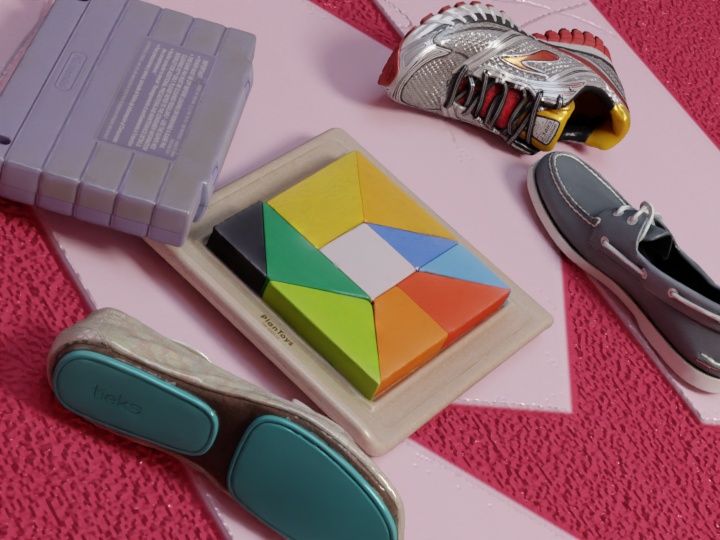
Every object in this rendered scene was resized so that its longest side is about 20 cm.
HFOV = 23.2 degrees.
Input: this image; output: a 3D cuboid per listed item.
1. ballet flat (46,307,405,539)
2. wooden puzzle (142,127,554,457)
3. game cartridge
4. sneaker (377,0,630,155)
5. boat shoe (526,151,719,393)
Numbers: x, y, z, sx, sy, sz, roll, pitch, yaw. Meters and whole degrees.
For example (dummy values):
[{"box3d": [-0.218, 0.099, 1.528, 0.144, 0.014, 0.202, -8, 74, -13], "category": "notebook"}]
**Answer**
[{"box3d": [-0.059, 0.074, 0.867, 0.200, 0.068, 0.062, 30, 28, -1], "category": "ballet flat"}, {"box3d": [0.000, 0.000, 1.006, 0.185, 0.037, 0.200, 42, 40, 15], "category": "wooden puzzle"}, {"box3d": [-0.136, -0.093, 1.005, 0.129, 0.038, 0.200, 20, 37, -5], "category": "game cartridge"}, {"box3d": [0.104, -0.124, 1.176, 0.199, 0.078, 0.082, 2, 48, -31], "category": "sneaker"}, {"box3d": [0.185, -0.014, 1.119, 0.073, 0.062, 0.200, -13, 55, -41], "category": "boat shoe"}]
